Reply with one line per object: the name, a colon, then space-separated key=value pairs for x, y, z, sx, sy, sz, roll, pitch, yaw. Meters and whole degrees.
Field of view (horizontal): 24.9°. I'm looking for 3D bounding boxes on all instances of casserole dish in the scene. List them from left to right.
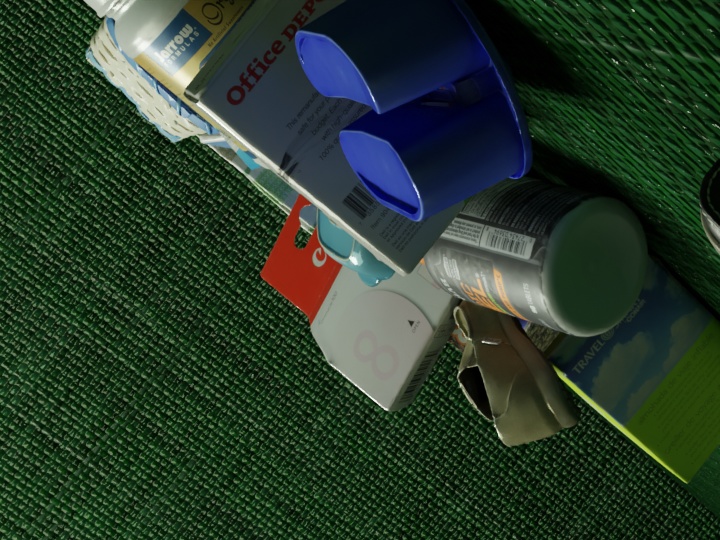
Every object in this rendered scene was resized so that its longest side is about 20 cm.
casserole dish: x=-0.001 y=-0.085 z=1.353 sx=0.039 sy=0.201 sz=0.121 roll=-1 pitch=-166 yaw=-23

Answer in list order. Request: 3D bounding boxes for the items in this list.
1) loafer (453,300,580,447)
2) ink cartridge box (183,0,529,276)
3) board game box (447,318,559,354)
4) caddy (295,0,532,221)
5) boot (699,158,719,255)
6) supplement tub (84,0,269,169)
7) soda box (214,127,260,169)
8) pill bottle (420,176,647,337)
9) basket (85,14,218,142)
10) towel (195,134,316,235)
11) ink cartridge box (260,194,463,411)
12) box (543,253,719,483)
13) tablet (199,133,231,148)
loafer: x=0.108 y=0.074 z=1.299 sx=0.076 sy=0.068 sz=0.200 roll=60 pitch=178 yaw=-25
ink cartridge box: x=-0.005 y=-0.117 z=1.167 sx=0.200 sy=0.146 sz=0.084 roll=40 pitch=179 yaw=-17
board game box: x=0.111 y=-0.006 z=1.485 sx=0.200 sy=0.097 sz=0.159 roll=38 pitch=-156 yaw=24
caddy: x=0.041 y=-0.116 z=1.025 sx=0.142 sy=0.105 sz=0.200 roll=64 pitch=170 yaw=-17
boot: x=0.191 y=-0.029 z=0.593 sx=0.203 sy=0.074 sz=0.154 roll=32 pitch=171 yaw=42
supplement tub: x=-0.097 y=-0.190 z=1.254 sx=0.200 sy=0.145 sz=0.145 roll=39 pitch=178 yaw=-15
soda box: x=-0.121 y=-0.182 z=1.371 sx=0.200 sy=0.064 sz=0.068 roll=50 pitch=149 yaw=-18
pill bottle: x=0.118 y=-0.020 z=1.256 sx=0.106 sy=0.107 sz=0.200 roll=40 pitch=168 yaw=-33
basket: x=-0.147 y=-0.214 z=1.477 sx=0.176 sy=0.139 sz=0.200 roll=47 pitch=150 yaw=-19
towel: x=-0.068 y=-0.148 z=1.652 sx=0.200 sy=0.149 sz=0.031 roll=40 pitch=178 yaw=5
ink cartridge box: x=0.000 y=0.000 z=1.436 sx=0.200 sy=0.163 sz=0.057 roll=36 pitch=-157 yaw=20
box: x=0.240 y=0.073 z=1.342 sx=0.200 sy=0.122 sz=0.048 roll=40 pitch=178 yaw=-31
tablet: x=-0.037 y=-0.127 z=1.534 sx=0.199 sy=0.014 sz=0.130 roll=-3 pitch=177 yaw=29
